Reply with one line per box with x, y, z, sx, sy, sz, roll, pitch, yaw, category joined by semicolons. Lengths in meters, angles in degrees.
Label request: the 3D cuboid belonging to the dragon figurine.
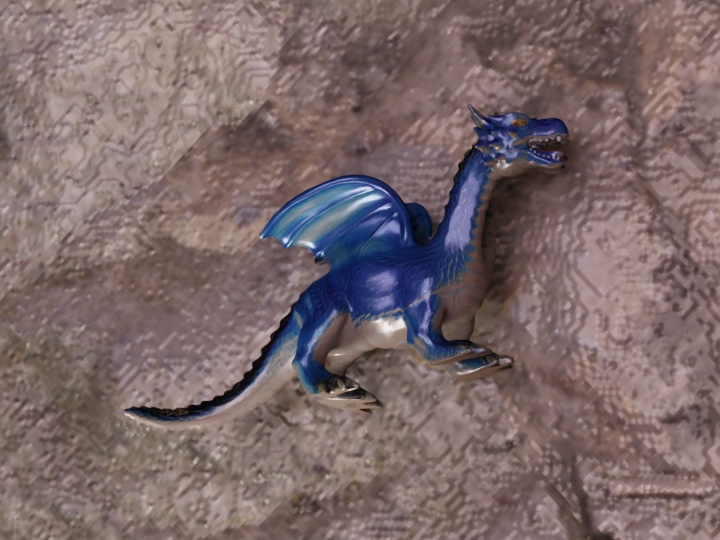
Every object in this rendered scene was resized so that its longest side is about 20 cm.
0.000;0.000;1.086;0.199;0.059;0.100;-18;73;20;dragon figurine
